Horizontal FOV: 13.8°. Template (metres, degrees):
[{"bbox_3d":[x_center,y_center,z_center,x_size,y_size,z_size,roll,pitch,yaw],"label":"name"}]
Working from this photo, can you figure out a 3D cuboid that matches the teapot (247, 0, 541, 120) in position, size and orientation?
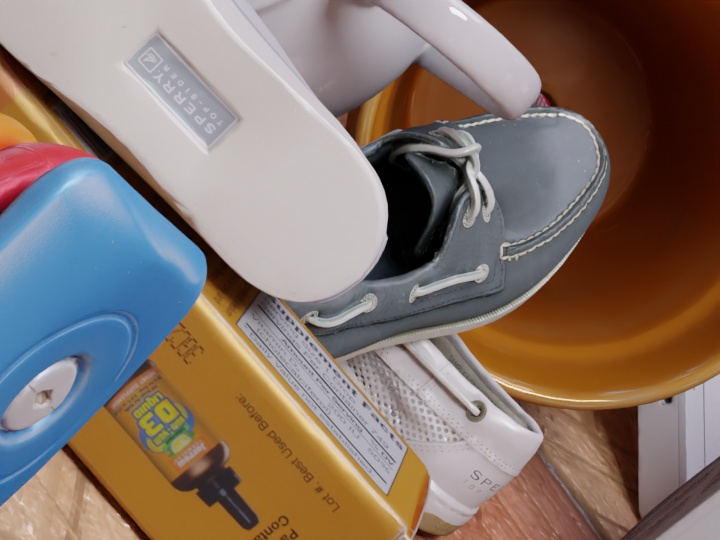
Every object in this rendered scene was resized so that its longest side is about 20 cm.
[{"bbox_3d":[-0.047,-0.137,1.030,0.146,0.200,0.198,29,54,-85],"label":"teapot"}]

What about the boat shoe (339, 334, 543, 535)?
[{"bbox_3d":[0.000,0.000,1.112,0.200,0.069,0.071,55,17,12],"label":"boat shoe"}]

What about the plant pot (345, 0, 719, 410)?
[{"bbox_3d":[0.086,-0.055,1.281,0.200,0.200,0.183,47,1,-11],"label":"plant pot"}]

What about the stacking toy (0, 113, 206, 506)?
[{"bbox_3d":[-0.147,-0.033,0.783,0.200,0.110,0.116,45,-1,18],"label":"stacking toy"}]

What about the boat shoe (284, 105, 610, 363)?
[{"bbox_3d":[0.023,-0.016,1.049,0.200,0.062,0.073,-24,77,-35],"label":"boat shoe"}]

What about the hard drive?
[{"bbox_3d":[0.187,0.076,1.414,0.200,0.027,0.132,27,59,-54],"label":"hard drive"}]

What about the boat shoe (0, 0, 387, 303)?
[{"bbox_3d":[-0.065,-0.076,0.896,0.200,0.072,0.069,44,-1,-9],"label":"boat shoe"}]

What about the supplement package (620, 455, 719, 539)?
[{"bbox_3d":[0.199,0.154,1.168,0.191,0.147,0.200,52,17,5],"label":"supplement package"}]

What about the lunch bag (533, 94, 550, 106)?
[{"bbox_3d":[0.117,-0.046,1.504,0.176,0.082,0.200,27,29,-43],"label":"lunch bag"}]

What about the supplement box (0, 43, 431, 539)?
[{"bbox_3d":[-0.067,0.018,0.912,0.200,0.067,0.069,50,15,-3],"label":"supplement box"}]
